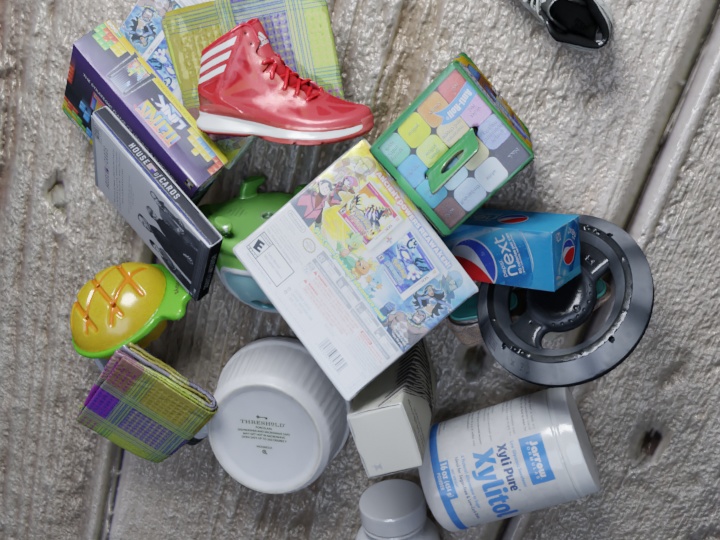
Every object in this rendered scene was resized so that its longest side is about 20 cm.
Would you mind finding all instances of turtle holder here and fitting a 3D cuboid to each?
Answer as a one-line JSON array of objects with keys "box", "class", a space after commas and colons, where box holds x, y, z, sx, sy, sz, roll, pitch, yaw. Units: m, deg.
[{"box": [-0.124, -0.021, 0.893, 0.180, 0.142, 0.135, -7, 124, -8], "class": "turtle holder"}]

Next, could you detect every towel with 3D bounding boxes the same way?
[{"box": [-0.277, 0.178, 0.963, 0.142, 0.023, 0.200, 33, 132, -13], "class": "towel"}, {"box": [-0.119, -0.227, 0.824, 0.194, 0.023, 0.147, -8, 107, 13], "class": "towel"}]

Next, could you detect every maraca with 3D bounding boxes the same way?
[{"box": [-0.289, 0.043, 0.964, 0.196, 0.139, 0.108, -23, 137, 12], "class": "maraca"}]

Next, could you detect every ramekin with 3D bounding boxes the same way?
[{"box": [-0.113, 0.201, 0.993, 0.197, 0.094, 0.208, 4, 110, 11], "class": "ramekin"}]

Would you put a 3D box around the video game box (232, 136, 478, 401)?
[{"box": [-0.005, -0.002, 0.788, 0.181, 0.047, 0.202, -38, 90, 3], "class": "video game box"}]

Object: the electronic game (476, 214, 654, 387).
[{"box": [0.222, 0.030, 0.828, 0.196, 0.204, 0.042, -24, 144, 19], "class": "electronic game"}]

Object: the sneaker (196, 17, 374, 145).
[{"box": [-0.082, -0.197, 0.775, 0.194, 0.079, 0.119, 4, 111, 8], "class": "sneaker"}]

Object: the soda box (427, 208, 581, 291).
[{"box": [0.139, -0.029, 0.828, 0.197, 0.067, 0.066, 8, 113, 41], "class": "soda box"}]

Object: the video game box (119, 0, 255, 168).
[{"box": [-0.167, -0.256, 0.867, 0.200, 0.047, 0.182, 44, 109, -5], "class": "video game box"}]

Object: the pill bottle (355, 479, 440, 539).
[{"box": [0.053, 0.396, 1.010, 0.116, 0.120, 0.205, -4, 108, 13], "class": "pill bottle"}]

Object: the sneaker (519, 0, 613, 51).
[{"box": [0.179, -0.296, 0.748, 0.199, 0.116, 0.076, 39, 112, -3], "class": "sneaker"}]

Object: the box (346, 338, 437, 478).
[{"box": [0.043, 0.151, 0.884, 0.067, 0.200, 0.084, -16, 105, 15], "class": "box"}]

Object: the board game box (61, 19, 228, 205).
[{"box": [-0.257, -0.159, 0.875, 0.201, 0.057, 0.165, 49, 152, -6], "class": "board game box"}]

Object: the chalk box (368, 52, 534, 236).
[{"box": [0.096, -0.132, 0.776, 0.124, 0.200, 0.124, -42, 96, 20], "class": "chalk box"}]

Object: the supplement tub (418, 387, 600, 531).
[{"box": [0.179, 0.232, 0.921, 0.196, 0.132, 0.134, -22, 103, 19], "class": "supplement tub"}]

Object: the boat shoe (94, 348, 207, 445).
[{"box": [-0.291, 0.169, 1.036, 0.198, 0.074, 0.068, 37, 130, -15], "class": "boat shoe"}]

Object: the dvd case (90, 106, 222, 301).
[{"box": [-0.239, -0.071, 0.866, 0.201, 0.025, 0.151, 48, 151, 7], "class": "dvd case"}]

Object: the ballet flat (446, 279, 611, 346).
[{"box": [0.202, 0.053, 0.899, 0.195, 0.069, 0.068, -9, 126, 20], "class": "ballet flat"}]
